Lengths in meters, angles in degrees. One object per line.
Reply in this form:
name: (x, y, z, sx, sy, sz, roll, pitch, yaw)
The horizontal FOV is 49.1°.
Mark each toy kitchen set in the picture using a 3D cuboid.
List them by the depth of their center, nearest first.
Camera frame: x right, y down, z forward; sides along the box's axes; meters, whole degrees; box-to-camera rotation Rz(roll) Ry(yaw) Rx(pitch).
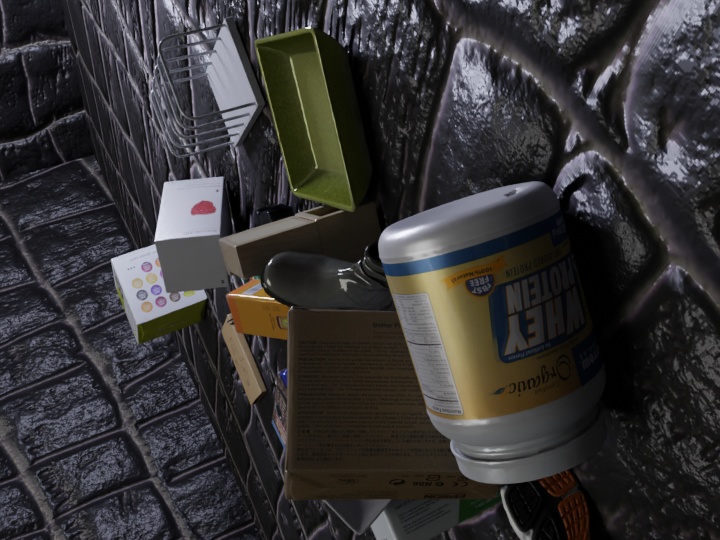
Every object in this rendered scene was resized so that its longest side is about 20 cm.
toy kitchen set: (-0.066, 0.029, 0.975, 0.163, 0.179, 0.202, 18, 124, 65)

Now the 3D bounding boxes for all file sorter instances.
file sorter: (-0.247, -0.274, 1.228, 0.140, 0.124, 0.200, 69, 159, 2)

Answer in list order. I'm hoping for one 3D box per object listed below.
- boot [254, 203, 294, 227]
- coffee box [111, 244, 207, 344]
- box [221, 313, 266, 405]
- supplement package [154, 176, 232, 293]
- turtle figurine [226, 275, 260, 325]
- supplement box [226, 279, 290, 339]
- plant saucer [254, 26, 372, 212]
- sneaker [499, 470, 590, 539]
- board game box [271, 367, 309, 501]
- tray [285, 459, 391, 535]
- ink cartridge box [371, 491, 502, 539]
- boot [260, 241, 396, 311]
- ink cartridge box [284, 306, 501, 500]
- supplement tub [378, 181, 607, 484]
boot: (-0.127, -0.004, 1.241, 0.164, 0.065, 0.202, 0, 115, 55)
coffee box: (-0.551, 0.058, 2.164, 0.199, 0.198, 0.200, 64, 158, 13)
box: (-0.280, 0.213, 1.883, 0.202, 0.021, 0.164, 66, 159, 12)
supplement package: (-0.306, -0.070, 1.471, 0.201, 0.120, 0.121, -101, 6, -52)
turtle figurine: (-0.188, 0.025, 1.386, 0.200, 0.100, 0.151, -116, 31, -59)
supplement box: (-0.103, 0.058, 1.149, 0.199, 0.069, 0.067, 5, 116, 41)
plant saucer: (-0.049, -0.181, 0.928, 0.200, 0.047, 0.202, 24, 130, 63)
sneaker: (0.182, 0.260, 0.725, 0.201, 0.075, 0.092, 61, 162, 26)
board game box: (-0.067, 0.258, 1.296, 0.160, 0.096, 0.201, 59, 156, 27)
tray: (0.028, 0.159, 0.813, 0.107, 0.200, 0.022, 42, 166, 11)
ink cartridge box: (0.053, 0.187, 0.871, 0.202, 0.145, 0.083, 65, 160, 14)
boot: (0.000, 0.000, 0.816, 0.131, 0.198, 0.068, 117, 165, -64)
ink cartridge box: (0.028, 0.124, 0.738, 0.075, 0.198, 0.166, 98, 173, -54)
supplement tub: (0.106, 0.045, 0.615, 0.144, 0.144, 0.202, 0, 109, 68)
